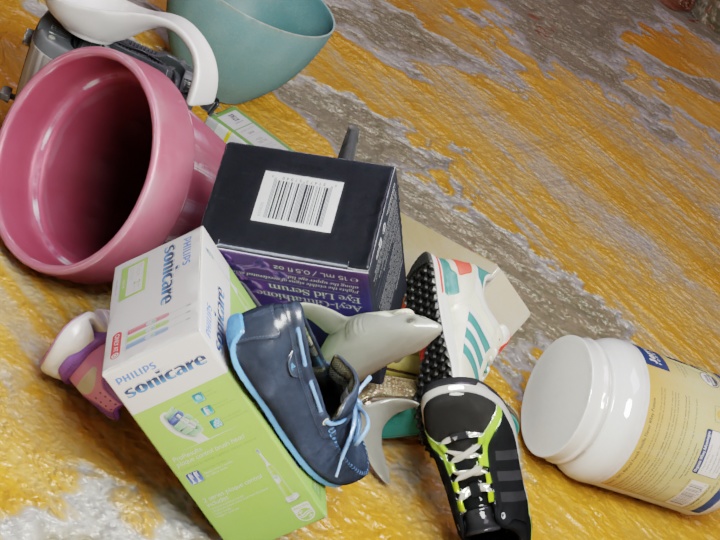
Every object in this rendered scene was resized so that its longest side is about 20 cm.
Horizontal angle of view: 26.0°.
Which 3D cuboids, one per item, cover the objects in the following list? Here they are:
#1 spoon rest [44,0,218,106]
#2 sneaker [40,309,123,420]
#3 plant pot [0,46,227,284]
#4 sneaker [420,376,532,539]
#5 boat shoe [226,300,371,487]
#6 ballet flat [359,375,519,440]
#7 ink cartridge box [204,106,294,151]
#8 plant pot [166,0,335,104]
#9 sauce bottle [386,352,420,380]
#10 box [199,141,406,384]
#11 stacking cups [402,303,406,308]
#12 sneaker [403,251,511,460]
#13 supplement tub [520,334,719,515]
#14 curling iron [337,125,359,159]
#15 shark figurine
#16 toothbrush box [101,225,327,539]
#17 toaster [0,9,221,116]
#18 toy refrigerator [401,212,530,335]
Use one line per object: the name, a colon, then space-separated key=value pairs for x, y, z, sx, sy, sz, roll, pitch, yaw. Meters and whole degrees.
spoon rest: x=-0.211 y=-0.227 z=1.452 sx=0.199 sy=0.061 sz=0.099 roll=34 pitch=22 yaw=18
sneaker: x=-0.171 y=0.068 z=1.295 sx=0.088 sy=0.081 sz=0.200 roll=45 pitch=34 yaw=13
plant pot: x=-0.200 y=-0.078 z=1.397 sx=0.200 sy=0.200 sz=0.179 roll=49 pitch=16 yaw=32
sneaker: x=0.105 y=0.180 z=1.293 sx=0.083 sy=0.071 sz=0.201 roll=-85 pitch=154 yaw=-59
boat shoe: x=-0.029 y=0.098 z=1.151 sx=0.200 sy=0.068 sz=0.085 roll=55 pitch=16 yaw=-50
ballet flat: x=0.061 y=0.125 z=1.444 sx=0.199 sy=0.071 sz=0.065 roll=13 pitch=21 yaw=-37
ink cartridge box: x=-0.086 y=-0.063 z=1.563 sx=0.199 sy=0.104 sz=0.059 roll=36 pitch=28 yaw=9
plant pot: x=-0.147 y=-0.276 z=1.823 sx=0.199 sy=0.135 sz=0.201 roll=24 pitch=28 yaw=-14
sauce bottle: x=0.038 y=0.077 z=1.484 sx=0.199 sy=0.066 sz=0.066 roll=18 pitch=26 yaw=-53
box: x=-0.044 y=-0.003 z=1.309 sx=0.147 sy=0.200 sz=0.105 roll=9 pitch=60 yaw=11
stacking cups: x=0.000 y=0.000 z=1.467 sx=0.061 sy=0.060 sz=0.200 roll=53 pitch=-4 yaw=37
sneaker: x=0.098 y=0.080 z=1.396 sx=0.093 sy=0.070 sz=0.201 roll=6 pitch=62 yaw=-26
supplement tub: x=0.272 y=0.150 z=1.530 sx=0.199 sy=0.145 sz=0.145 roll=19 pitch=29 yaw=-23
curling iron: x=-0.032 y=-0.070 z=1.494 sx=0.050 sy=0.025 sz=0.201 roll=40 pitch=49 yaw=-20
shark figurine: x=-0.011 y=0.102 z=1.280 sx=0.127 sy=0.215 sz=0.090 roll=11 pitch=59 yaw=1
toothbrush box: x=-0.108 y=0.092 z=1.194 sx=0.146 sy=0.086 sz=0.201 roll=-97 pitch=161 yaw=-57
toaster: x=-0.249 y=-0.158 z=1.526 sx=0.199 sy=0.130 sz=0.114 roll=23 pitch=29 yaw=-14
toy refrigerator: x=0.076 y=0.006 z=1.555 sx=0.200 sy=0.070 sz=0.076 roll=33 pitch=-15 yaw=51
